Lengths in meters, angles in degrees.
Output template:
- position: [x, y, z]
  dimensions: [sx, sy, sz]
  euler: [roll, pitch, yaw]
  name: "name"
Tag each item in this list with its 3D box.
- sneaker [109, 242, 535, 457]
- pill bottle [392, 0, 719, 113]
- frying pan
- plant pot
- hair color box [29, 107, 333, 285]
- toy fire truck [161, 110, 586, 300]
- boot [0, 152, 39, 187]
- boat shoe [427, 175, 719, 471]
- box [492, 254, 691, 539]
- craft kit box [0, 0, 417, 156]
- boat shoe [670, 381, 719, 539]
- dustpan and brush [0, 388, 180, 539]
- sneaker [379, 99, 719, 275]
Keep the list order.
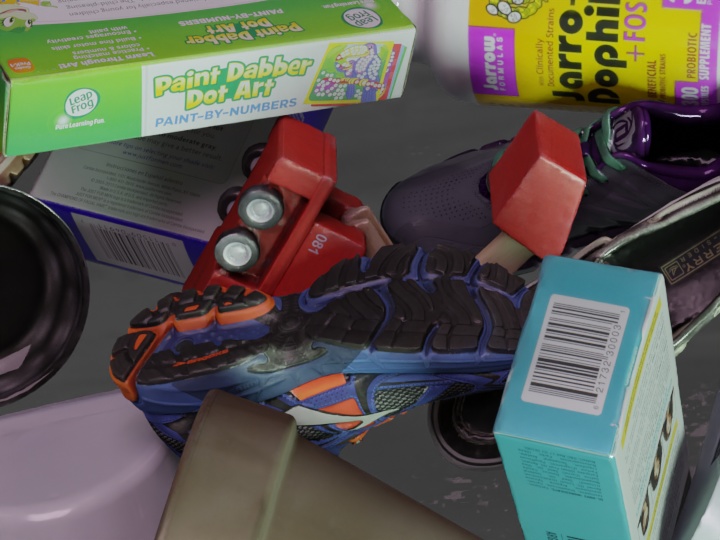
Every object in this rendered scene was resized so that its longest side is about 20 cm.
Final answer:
- position: [-0.007, 0.043, 1.034]
  dimensions: [0.199, 0.079, 0.076]
  euler: [-7, 41, 14]
  name: "sneaker"
- position: [0.099, -0.130, 1.139]
  dimensions: [0.199, 0.104, 0.105]
  euler: [5, 61, 14]
  name: "pill bottle"
- position: [-0.223, 0.019, 1.111]
  dimensions: [0.189, 0.116, 0.031]
  euler: [-12, 20, -13]
  name: "frying pan"
- position: [-0.007, 0.166, 0.953]
  dimensions: [0.173, 0.200, 0.201]
  euler: [15, 63, 1]
  name: "plant pot"
- position: [-0.074, -0.092, 1.175]
  dimensions: [0.109, 0.065, 0.201]
  euler: [14, 66, 19]
  name: "hair color box"
- position: [0.000, 0.000, 1.071]
  dimensions: [0.140, 0.200, 0.049]
  euler: [24, 27, -13]
  name: "toy fire truck"
- position: [-0.235, -0.056, 1.155]
  dimensions: [0.200, 0.075, 0.107]
  euler: [-39, 95, -13]
  name: "boot"
- position: [0.109, 0.020, 1.045]
  dimensions: [0.200, 0.064, 0.071]
  euler: [-38, 83, 8]
  name: "boat shoe"
- position: [0.100, 0.079, 0.960]
  dimensions: [0.049, 0.200, 0.083]
  euler: [10, 63, 17]
  name: "box"
- position: [-0.106, -0.138, 1.082]
  dimensions: [0.199, 0.049, 0.198]
  euler: [-10, 40, -26]
  name: "craft kit box"
- position: [0.204, 0.073, 1.029]
  dimensions: [0.091, 0.071, 0.201]
  euler: [27, 57, -1]
  name: "boat shoe"
- position: [-0.131, 0.124, 1.037]
  dimensions: [0.139, 0.058, 0.200]
  euler: [-13, 21, -7]
  name: "dustpan and brush"
- position: [0.103, -0.052, 1.102]
  dimensions: [0.199, 0.088, 0.075]
  euler: [-8, 59, 6]
  name: "sneaker"
